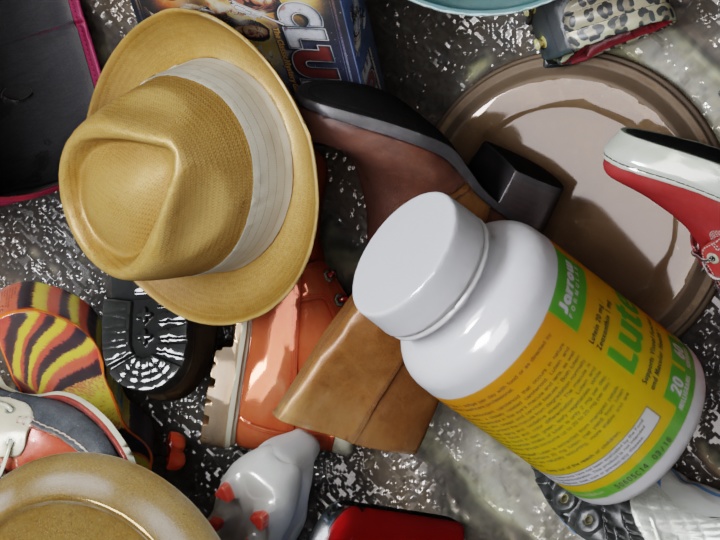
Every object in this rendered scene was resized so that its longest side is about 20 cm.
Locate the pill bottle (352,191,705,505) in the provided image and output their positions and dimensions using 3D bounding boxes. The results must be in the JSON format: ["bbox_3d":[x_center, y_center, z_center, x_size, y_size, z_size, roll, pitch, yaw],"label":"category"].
[{"bbox_3d":[0.094,0.041,1.506,0.200,0.111,0.111,36,106,-28],"label":"pill bottle"}]

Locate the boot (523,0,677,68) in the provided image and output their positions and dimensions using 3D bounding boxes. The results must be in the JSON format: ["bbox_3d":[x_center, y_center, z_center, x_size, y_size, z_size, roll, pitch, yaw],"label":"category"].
[{"bbox_3d":[0.080,-0.191,1.565,0.203,0.073,0.154,-17,86,11],"label":"boot"}]

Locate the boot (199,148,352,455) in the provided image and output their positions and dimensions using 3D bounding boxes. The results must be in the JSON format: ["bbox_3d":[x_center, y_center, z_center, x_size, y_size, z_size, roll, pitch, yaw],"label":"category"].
[{"bbox_3d":[-0.031,0.018,1.628,0.107,0.075,0.201,10,98,0],"label":"boot"}]

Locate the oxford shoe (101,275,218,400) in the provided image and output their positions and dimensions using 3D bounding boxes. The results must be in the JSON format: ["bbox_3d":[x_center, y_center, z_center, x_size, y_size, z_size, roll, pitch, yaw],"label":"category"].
[{"bbox_3d":[-0.117,-0.016,1.641,0.072,0.084,0.201,4,77,19],"label":"oxford shoe"}]

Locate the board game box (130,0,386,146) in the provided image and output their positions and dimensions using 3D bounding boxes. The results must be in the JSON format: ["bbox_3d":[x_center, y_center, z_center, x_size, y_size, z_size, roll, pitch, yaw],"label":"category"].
[{"bbox_3d":[-0.065,-0.153,1.530,0.135,0.200,0.035,6,53,18],"label":"board game box"}]

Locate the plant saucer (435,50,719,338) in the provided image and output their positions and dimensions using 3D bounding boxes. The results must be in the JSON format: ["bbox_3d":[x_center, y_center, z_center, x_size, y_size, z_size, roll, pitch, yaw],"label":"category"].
[{"bbox_3d":[0.127,-0.034,1.597,0.199,0.029,0.201,2,97,14],"label":"plant saucer"}]

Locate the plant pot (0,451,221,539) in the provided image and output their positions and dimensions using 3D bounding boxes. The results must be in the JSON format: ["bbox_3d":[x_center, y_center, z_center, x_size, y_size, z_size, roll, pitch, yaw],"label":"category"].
[{"bbox_3d":[-0.159,0.205,1.497,0.199,0.027,0.201,3,97,23],"label":"plant pot"}]

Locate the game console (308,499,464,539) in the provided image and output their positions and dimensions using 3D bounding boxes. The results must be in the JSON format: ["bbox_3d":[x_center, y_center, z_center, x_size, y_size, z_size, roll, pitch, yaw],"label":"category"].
[{"bbox_3d":[-0.048,0.201,1.582,0.118,0.200,0.173,26,93,24],"label":"game console"}]

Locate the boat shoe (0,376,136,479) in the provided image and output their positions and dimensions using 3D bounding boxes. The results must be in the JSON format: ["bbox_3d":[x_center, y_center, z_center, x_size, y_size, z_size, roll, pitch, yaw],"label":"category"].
[{"bbox_3d":[-0.213,0.101,1.560,0.200,0.062,0.071,23,122,37],"label":"boat shoe"}]

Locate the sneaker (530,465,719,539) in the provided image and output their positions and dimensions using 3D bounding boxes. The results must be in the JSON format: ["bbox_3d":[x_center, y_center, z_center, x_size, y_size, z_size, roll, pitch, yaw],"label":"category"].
[{"bbox_3d":[0.189,0.155,1.586,0.200,0.072,0.072,31,86,24],"label":"sneaker"}]

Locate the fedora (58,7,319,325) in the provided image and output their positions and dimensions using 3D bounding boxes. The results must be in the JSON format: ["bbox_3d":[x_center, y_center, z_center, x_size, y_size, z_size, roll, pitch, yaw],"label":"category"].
[{"bbox_3d":[-0.113,-0.052,1.512,0.200,0.082,0.201,17,116,39],"label":"fedora"}]

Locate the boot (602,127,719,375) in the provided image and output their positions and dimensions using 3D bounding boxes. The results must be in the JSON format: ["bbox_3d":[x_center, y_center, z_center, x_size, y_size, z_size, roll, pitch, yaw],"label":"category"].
[{"bbox_3d":[0.213,0.009,1.541,0.200,0.072,0.145,24,104,-9],"label":"boot"}]

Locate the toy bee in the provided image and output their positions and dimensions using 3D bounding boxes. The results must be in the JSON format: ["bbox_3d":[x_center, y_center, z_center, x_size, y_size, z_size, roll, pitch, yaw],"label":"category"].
[{"bbox_3d":[-0.166,0.092,1.651,0.108,0.200,0.131,-5,53,-2],"label":"toy bee"}]

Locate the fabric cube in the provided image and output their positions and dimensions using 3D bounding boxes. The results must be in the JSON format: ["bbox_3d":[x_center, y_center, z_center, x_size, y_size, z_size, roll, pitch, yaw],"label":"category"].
[{"bbox_3d":[-0.292,-0.121,1.599,0.199,0.196,0.201,-15,93,20],"label":"fabric cube"}]

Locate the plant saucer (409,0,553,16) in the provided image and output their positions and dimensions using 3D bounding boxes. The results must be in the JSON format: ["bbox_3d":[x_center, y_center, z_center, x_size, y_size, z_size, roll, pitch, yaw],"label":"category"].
[{"bbox_3d":[0.072,-0.243,1.513,0.199,0.036,0.201,-1,86,7],"label":"plant saucer"}]

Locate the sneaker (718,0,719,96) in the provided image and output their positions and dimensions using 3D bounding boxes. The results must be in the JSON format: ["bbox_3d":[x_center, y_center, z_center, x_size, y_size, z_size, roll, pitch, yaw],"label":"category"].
[{"bbox_3d":[0.251,-0.188,1.524,0.139,0.078,0.201,11,98,12],"label":"sneaker"}]

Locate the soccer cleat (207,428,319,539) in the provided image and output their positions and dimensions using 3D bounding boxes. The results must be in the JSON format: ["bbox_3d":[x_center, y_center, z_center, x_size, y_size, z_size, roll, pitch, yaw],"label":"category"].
[{"bbox_3d":[-0.076,0.176,1.637,0.069,0.078,0.200,40,134,11],"label":"soccer cleat"}]

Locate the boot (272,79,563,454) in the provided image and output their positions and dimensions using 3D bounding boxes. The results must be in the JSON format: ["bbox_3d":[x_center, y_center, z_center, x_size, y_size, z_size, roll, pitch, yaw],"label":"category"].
[{"bbox_3d":[0.000,0.000,1.552,0.200,0.188,0.068,-59,38,13],"label":"boot"}]
